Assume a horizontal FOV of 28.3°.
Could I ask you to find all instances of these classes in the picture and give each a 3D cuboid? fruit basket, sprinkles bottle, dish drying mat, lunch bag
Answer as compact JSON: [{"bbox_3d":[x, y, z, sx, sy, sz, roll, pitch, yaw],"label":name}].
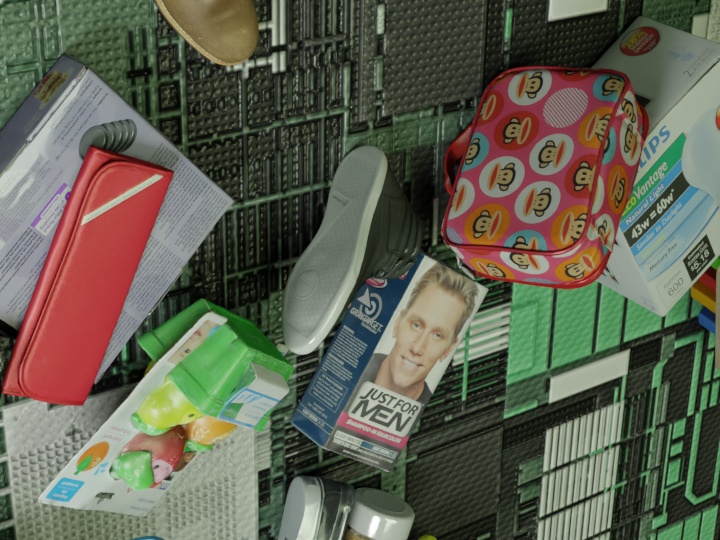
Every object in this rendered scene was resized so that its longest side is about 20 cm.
[{"bbox_3d":[-0.149,0.127,1.175,0.201,0.094,0.185,-53,158,0],"label":"fruit basket"},{"bbox_3d":[-0.008,0.320,1.424,0.068,0.068,0.202,8,106,-40],"label":"sprinkles bottle"},{"bbox_3d":[-0.207,0.008,1.086,0.076,0.018,0.201,14,102,-42],"label":"dish drying mat"},{"bbox_3d":[0.154,-0.087,1.287,0.082,0.175,0.201,46,59,-49],"label":"lunch bag"}]

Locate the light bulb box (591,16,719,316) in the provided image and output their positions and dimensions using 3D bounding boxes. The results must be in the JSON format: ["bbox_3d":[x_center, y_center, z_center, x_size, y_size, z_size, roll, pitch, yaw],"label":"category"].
[{"bbox_3d":[0.289,-0.103,1.420,0.198,0.125,0.200,-46,132,-11],"label":"light bulb box"}]

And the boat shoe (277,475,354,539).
[{"bbox_3d":[-0.050,0.295,1.372,0.067,0.072,0.202,10,98,-22],"label":"boat shoe"}]

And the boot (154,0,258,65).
[{"bbox_3d":[-0.118,-0.232,1.071,0.073,0.075,0.201,-39,131,-19],"label":"boot"}]

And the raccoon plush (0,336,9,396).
[{"bbox_3d":[-0.345,0.101,1.040,0.133,0.097,0.201,18,102,-26],"label":"raccoon plush"}]

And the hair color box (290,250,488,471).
[{"bbox_3d":[0.028,0.079,1.343,0.100,0.060,0.201,25,94,-43],"label":"hair color box"}]

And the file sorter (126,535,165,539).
[{"bbox_3d":[-0.188,0.326,1.134,0.122,0.139,0.201,-12,134,-7],"label":"file sorter"}]

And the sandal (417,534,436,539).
[{"bbox_3d":[0.076,0.344,1.509,0.087,0.080,0.200,-28,137,12],"label":"sandal"}]

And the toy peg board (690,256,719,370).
[{"bbox_3d":[0.444,-0.023,1.619,0.200,0.098,0.200,-40,145,-16],"label":"toy peg board"}]

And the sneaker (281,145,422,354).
[{"bbox_3d":[0.000,0.000,1.245,0.099,0.070,0.201,46,55,-42],"label":"sneaker"}]

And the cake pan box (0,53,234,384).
[{"bbox_3d":[-0.219,-0.033,1.103,0.201,0.052,0.184,-54,130,-5],"label":"cake pan box"}]
